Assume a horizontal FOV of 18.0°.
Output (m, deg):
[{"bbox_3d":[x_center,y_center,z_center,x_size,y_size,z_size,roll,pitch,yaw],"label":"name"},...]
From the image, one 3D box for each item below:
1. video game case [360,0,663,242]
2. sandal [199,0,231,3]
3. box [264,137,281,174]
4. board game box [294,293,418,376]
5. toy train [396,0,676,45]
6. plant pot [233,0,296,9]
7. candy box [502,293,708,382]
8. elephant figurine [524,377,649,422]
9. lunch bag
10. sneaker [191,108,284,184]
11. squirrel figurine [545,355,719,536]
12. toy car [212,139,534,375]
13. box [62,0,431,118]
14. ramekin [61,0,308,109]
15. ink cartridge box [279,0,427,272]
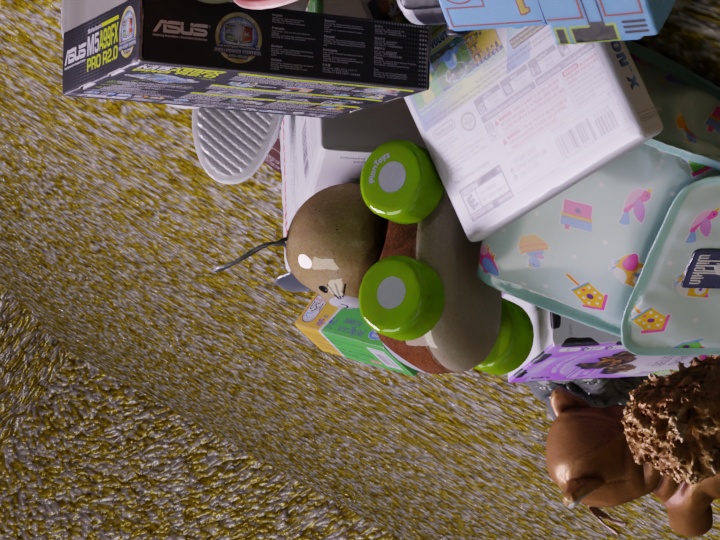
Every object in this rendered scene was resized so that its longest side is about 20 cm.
[{"bbox_3d":[0.091,-0.133,1.446,0.200,0.022,0.183,-32,80,55],"label":"video game case"},{"bbox_3d":[-0.032,-0.215,1.426,0.080,0.200,0.058,37,150,40],"label":"sandal"},{"bbox_3d":[-0.077,-0.159,1.975,0.100,0.075,0.200,35,168,3],"label":"box"},{"bbox_3d":[0.049,-0.014,1.882,0.040,0.201,0.153,43,164,-27],"label":"board game box"},{"bbox_3d":[0.090,-0.189,1.318,0.199,0.087,0.115,-1,127,31],"label":"toy train"},{"bbox_3d":[-0.048,-0.286,1.266,0.196,0.201,0.200,52,161,-25],"label":"plant pot"},{"bbox_3d":[0.218,0.033,1.684,0.198,0.072,0.168,-2,169,-8],"label":"candy box"},{"bbox_3d":[0.195,0.037,1.916,0.200,0.154,0.142,89,169,-61],"label":"elephant figurine"},{"bbox_3d":[0.196,-0.041,1.513,0.199,0.122,0.171,26,130,11],"label":"lunch bag"},{"bbox_3d":[-0.081,-0.157,1.772,0.073,0.202,0.082,7,167,12],"label":"sneaker"},{"bbox_3d":[0.227,0.114,1.624,0.185,0.142,0.200,0,153,-1],"label":"squirrel figurine"},{"bbox_3d":[0.000,0.000,1.616,0.199,0.159,0.164,-7,165,30],"label":"toy car"},{"bbox_3d":[-0.076,-0.136,1.480,0.199,0.045,0.160,3,175,-24],"label":"box"},{"bbox_3d":[-0.120,-0.210,1.665,0.094,0.203,0.202,32,171,-38],"label":"ramekin"},{"bbox_3d":[-0.007,-0.103,1.720,0.084,0.147,0.200,2,154,-9],"label":"ink cartridge box"}]
